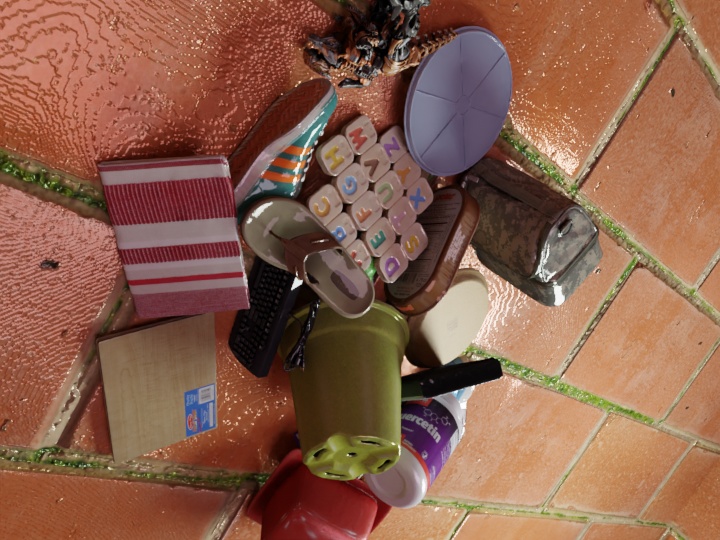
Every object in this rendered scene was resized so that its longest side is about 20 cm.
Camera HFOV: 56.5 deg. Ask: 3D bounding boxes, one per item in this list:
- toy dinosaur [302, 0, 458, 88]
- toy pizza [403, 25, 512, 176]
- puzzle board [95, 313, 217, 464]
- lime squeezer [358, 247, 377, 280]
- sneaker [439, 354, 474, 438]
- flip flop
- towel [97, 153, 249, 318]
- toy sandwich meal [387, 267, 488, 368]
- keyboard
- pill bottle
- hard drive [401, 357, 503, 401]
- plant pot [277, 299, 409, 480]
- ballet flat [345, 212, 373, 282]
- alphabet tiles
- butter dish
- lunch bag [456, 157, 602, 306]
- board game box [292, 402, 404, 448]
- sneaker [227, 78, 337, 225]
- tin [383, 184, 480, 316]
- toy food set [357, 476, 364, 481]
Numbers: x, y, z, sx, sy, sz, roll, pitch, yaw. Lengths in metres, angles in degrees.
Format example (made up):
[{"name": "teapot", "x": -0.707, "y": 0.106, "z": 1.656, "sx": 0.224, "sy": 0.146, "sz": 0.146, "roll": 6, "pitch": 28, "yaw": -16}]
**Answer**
[{"name": "toy dinosaur", "x": 0.026, "y": -0.282, "z": 0.794, "sx": 0.199, "sy": 0.102, "sz": 0.138, "roll": -33, "pitch": 151, "yaw": -39}, {"name": "toy pizza", "x": 0.132, "y": -0.232, "z": 0.925, "sx": 0.197, "sy": 0.032, "sz": 0.205, "roll": -20, "pitch": 126, "yaw": -30}, {"name": "puzzle board", "x": -0.264, "y": 0.154, "z": 0.888, "sx": 0.148, "sy": 0.017, "sz": 0.204, "roll": -15, "pitch": 126, "yaw": -31}, {"name": "lime squeezer", "x": -0.021, "y": -0.019, "z": 0.894, "sx": 0.200, "sy": 0.070, "sz": 0.038, "roll": 46, "pitch": 47, "yaw": -23}, {"name": "sneaker", "x": 0.146, "y": 0.244, "z": 1.229, "sx": 0.087, "sy": 0.079, "sz": 0.205, "roll": 0, "pitch": 115, "yaw": -15}, {"name": "flip flop", "x": -0.055, "y": -0.012, "z": 0.791, "sx": 0.200, "sy": 0.057, "sz": 0.081, "roll": 43, "pitch": 85, "yaw": -22}, {"name": "towel", "x": -0.208, "y": -0.035, "z": 0.771, "sx": 0.140, "sy": 0.023, "sz": 0.204, "roll": -5, "pitch": 123, "yaw": -3}, {"name": "toy sandwich meal", "x": 0.125, "y": 0.069, "z": 1.093, "sx": 0.202, "sy": 0.070, "sz": 0.209, "roll": -23, "pitch": 131, "yaw": -28}, {"name": "keyboard", "x": -0.105, "y": 0.050, "z": 0.867, "sx": 0.020, "sy": 0.126, "sz": 0.204, "roll": -13, "pitch": 129, "yaw": -58}, {"name": "pill bottle", "x": 0.091, "y": 0.274, "z": 1.073, "sx": 0.199, "sy": 0.110, "sz": 0.115, "roll": -39, "pitch": 142, "yaw": -50}, {"name": "hard drive", "x": 0.108, "y": 0.171, "z": 1.027, "sx": 0.136, "sy": 0.200, "sz": 0.034, "roll": -10, "pitch": 81, "yaw": -23}, {"name": "plant pot", "x": -0.019, "y": 0.171, "z": 0.913, "sx": 0.194, "sy": 0.188, "sz": 0.203, "roll": -4, "pitch": 142, "yaw": -3}, {"name": "ballet flat", "x": 0.000, "y": 0.000, "z": 0.957, "sx": 0.070, "sy": 0.072, "sz": 0.204, "roll": -8, "pitch": 124, "yaw": -32}, {"name": "alphabet tiles", "x": 0.020, "y": -0.092, "z": 0.874, "sx": 0.195, "sy": 0.014, "sz": 0.203, "roll": -42, "pitch": 114, "yaw": -31}, {"name": "butter dish", "x": -0.073, "y": 0.414, "z": 1.042, "sx": 0.197, "sy": 0.149, "sz": 0.201, "roll": 30, "pitch": 119, "yaw": -12}, {"name": "lunch bag", "x": 0.246, "y": -0.069, "z": 1.003, "sx": 0.139, "sy": 0.199, "sz": 0.169, "roll": -42, "pitch": 138, "yaw": -8}, {"name": "board game box", "x": -0.008, "y": 0.284, "z": 1.142, "sx": 0.197, "sy": 0.045, "sz": 0.137, "roll": -28, "pitch": 131, "yaw": -20}, {"name": "sneaker", "x": -0.091, "y": -0.136, "z": 0.798, "sx": 0.200, "sy": 0.072, "sz": 0.080, "roll": -45, "pitch": 135, "yaw": 8}, {"name": "tin", "x": 0.100, "y": -0.032, "z": 0.949, "sx": 0.042, "sy": 0.111, "sz": 0.203, "roll": 38, "pitch": 68, "yaw": -35}, {"name": "toy food set", "x": 0.061, "y": 0.366, "z": 1.195, "sx": 0.197, "sy": 0.061, "sz": 0.144, "roll": -28, "pitch": 158, "yaw": -21}]
